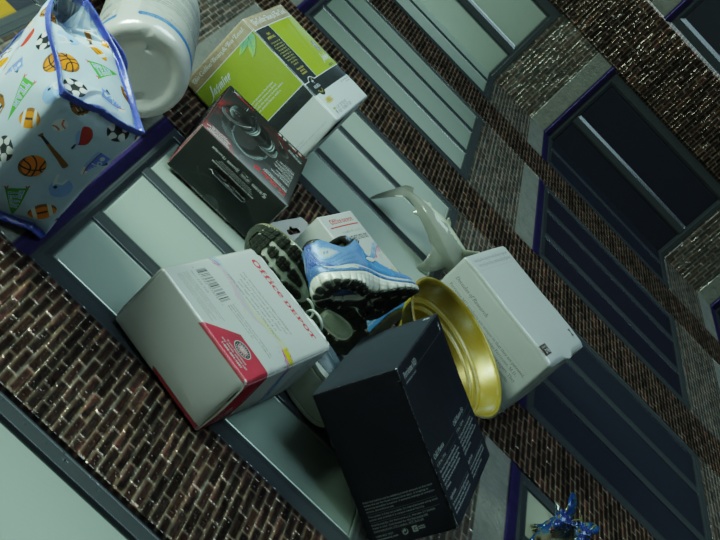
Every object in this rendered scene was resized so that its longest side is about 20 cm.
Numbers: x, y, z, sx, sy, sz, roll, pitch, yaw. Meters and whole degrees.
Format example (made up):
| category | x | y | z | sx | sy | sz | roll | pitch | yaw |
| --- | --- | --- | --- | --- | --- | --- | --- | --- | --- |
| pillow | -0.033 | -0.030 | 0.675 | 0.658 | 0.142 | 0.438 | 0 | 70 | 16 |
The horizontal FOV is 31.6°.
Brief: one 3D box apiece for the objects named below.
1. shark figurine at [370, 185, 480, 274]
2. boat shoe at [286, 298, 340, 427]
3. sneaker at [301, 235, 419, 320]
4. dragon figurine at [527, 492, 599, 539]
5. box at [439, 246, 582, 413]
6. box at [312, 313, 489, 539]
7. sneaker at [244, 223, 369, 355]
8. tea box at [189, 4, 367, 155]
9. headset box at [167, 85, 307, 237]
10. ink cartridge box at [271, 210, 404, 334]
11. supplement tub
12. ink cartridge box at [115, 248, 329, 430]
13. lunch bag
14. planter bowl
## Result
| category | x | y | z | sx | sy | sz | roll | pitch | yaw |
| --- | --- | --- | --- | --- | --- | --- | --- | --- | --- |
| shark figurine | 0.108 | -0.047 | 2.009 | 0.215 | 0.089 | 0.128 | 53 | -13 | -7 |
| boat shoe | -0.071 | 0.081 | 1.439 | 0.201 | 0.075 | 0.062 | 52 | 23 | 8 |
| sneaker | 0.000 | 0.000 | 1.521 | 0.199 | 0.078 | 0.090 | 19 | 43 | -56 |
| dragon figurine | 0.268 | 0.326 | 1.631 | 0.059 | 0.099 | 0.200 | 51 | 22 | 10 |
| box | 0.200 | 0.087 | 1.869 | 0.201 | 0.131 | 0.198 | 52 | 21 | 11 |
| box | 0.050 | 0.171 | 1.398 | 0.200 | 0.103 | 0.184 | -42 | 113 | -69 |
| sneaker | -0.071 | 0.017 | 1.574 | 0.200 | 0.077 | 0.089 | 48 | 10 | -18 |
| tea box | -0.118 | -0.265 | 1.861 | 0.197 | 0.133 | 0.200 | 47 | 21 | -3 |
| headset box | -0.157 | -0.137 | 1.647 | 0.149 | 0.077 | 0.200 | 43 | 20 | -12 |
| ink cartridge box | -0.021 | -0.011 | 1.700 | 0.201 | 0.068 | 0.115 | 51 | 21 | 9 |
| supplement tub | -0.272 | -0.292 | 1.616 | 0.132 | 0.132 | 0.201 | 38 | 24 | -22 |
| ink cartridge box | -0.138 | 0.066 | 1.322 | 0.148 | 0.086 | 0.200 | 51 | 20 | 10 |
| lunch bag | -0.315 | -0.164 | 1.262 | 0.123 | 0.170 | 0.201 | 28 | 28 | -46 |
| planter bowl | 0.096 | 0.117 | 1.662 | 0.200 | 0.083 | 0.202 | 43 | 30 | -32 |
